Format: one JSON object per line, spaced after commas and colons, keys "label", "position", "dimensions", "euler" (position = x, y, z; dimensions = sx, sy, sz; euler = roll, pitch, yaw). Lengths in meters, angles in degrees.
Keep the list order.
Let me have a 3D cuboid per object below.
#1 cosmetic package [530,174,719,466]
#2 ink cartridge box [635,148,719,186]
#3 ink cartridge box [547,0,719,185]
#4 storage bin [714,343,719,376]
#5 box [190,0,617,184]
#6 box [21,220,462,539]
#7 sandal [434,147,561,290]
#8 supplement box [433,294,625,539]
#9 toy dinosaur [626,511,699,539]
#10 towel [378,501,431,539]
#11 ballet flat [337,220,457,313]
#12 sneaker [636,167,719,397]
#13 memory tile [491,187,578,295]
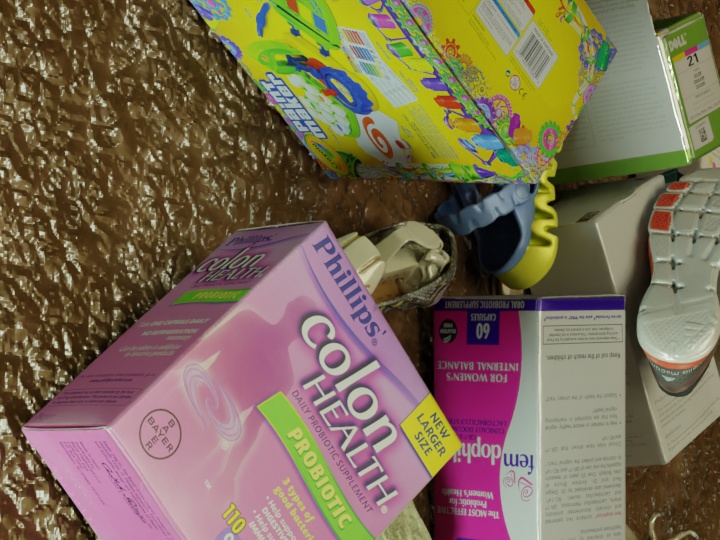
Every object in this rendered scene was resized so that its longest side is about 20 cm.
{"label": "cosmetic package", "position": [0.200, 0.039, 1.682], "dimensions": [0.113, 0.081, 0.200], "euler": [-29, 106, -49]}
{"label": "ink cartridge box", "position": [0.280, -0.022, 1.811], "dimensions": [0.116, 0.067, 0.200], "euler": [29, 57, -46]}
{"label": "ink cartridge box", "position": [0.180, -0.174, 1.659], "dimensions": [0.076, 0.148, 0.200], "euler": [-28, 106, -50]}
{"label": "storage bin", "position": [0.396, 0.036, 1.921], "dimensions": [0.200, 0.094, 0.199], "euler": [17, 79, -49]}
{"label": "box", "position": [0.021, -0.166, 1.417], "dimensions": [0.200, 0.193, 0.122], "euler": [51, 59, -34]}
{"label": "box", "position": [-0.066, 0.100, 1.322], "dimensions": [0.200, 0.097, 0.176], "euler": [-44, 114, -33]}
{"label": "sandal", "position": [0.099, -0.090, 1.610], "dimensions": [0.087, 0.079, 0.200], "euler": [13, 71, -35]}
{"label": "supplement box", "position": [0.120, 0.117, 1.564], "dimensions": [0.103, 0.101, 0.200], "euler": [-1, 90, -46]}
{"label": "toy dinosaur", "position": [0.210, 0.251, 1.679], "dimensions": [0.058, 0.101, 0.200], "euler": [84, 4, -63]}
{"label": "towel", "position": [-0.023, 0.148, 1.453], "dimensions": [0.148, 0.036, 0.200], "euler": [-38, 113, -46]}
{"label": "ballet flat", "position": [0.000, 0.000, 1.473], "dimensions": [0.200, 0.072, 0.072], "euler": [-17, 98, -52]}
{"label": "sneaker", "position": [0.246, 0.009, 1.644], "dimensions": [0.082, 0.077, 0.200], "euler": [81, 28, -49]}
{"label": "memory tile", "position": [0.152, 0.041, 1.698], "dimensions": [0.200, 0.017, 0.153], "euler": [-49, 121, -42]}
